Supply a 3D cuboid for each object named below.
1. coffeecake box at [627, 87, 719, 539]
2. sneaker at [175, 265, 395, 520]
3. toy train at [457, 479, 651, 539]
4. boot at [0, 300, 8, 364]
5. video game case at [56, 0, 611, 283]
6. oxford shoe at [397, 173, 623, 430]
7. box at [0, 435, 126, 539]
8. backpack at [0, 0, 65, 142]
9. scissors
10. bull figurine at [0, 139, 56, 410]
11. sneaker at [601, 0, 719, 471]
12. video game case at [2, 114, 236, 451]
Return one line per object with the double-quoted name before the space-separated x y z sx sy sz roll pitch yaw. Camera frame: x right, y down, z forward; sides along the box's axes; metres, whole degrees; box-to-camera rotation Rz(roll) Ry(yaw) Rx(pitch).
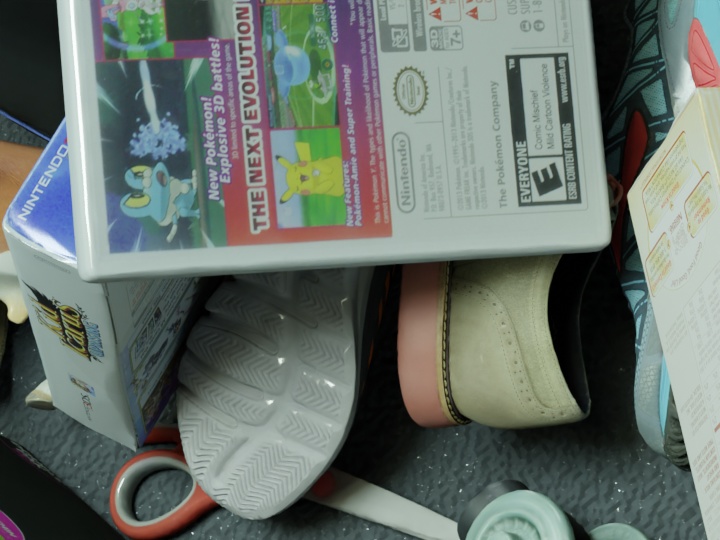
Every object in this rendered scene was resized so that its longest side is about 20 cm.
"coffeecake box" 0.185 0.044 0.744 0.153 0.073 0.201 -2 63 -16
"sneaker" 0.000 0.000 0.916 0.077 0.112 0.201 31 116 20
"toy train" 0.077 0.163 0.801 0.114 0.085 0.200 -52 48 14
"boot" -0.235 -0.019 1.068 0.154 0.072 0.201 -20 67 23
"video game case" -0.011 -0.101 0.786 0.181 0.023 0.201 -3 86 -16
"oxford shoe" 0.062 -0.041 0.850 0.074 0.070 0.201 4 92 25
"box" -0.179 0.125 0.897 0.148 0.200 0.125 37 91 36
"backpack" -0.116 -0.169 0.965 0.182 0.135 0.201 28 110 -6
"scissors" -0.022 0.076 0.937 0.199 0.014 0.074 0 69 32
"bull figurine" -0.163 -0.012 0.971 0.199 0.065 0.122 7 73 -13
"sneaker" 0.125 -0.023 0.868 0.095 0.079 0.201 -9 67 54
"video game case" -0.059 -0.053 0.885 0.045 0.181 0.201 26 69 10
